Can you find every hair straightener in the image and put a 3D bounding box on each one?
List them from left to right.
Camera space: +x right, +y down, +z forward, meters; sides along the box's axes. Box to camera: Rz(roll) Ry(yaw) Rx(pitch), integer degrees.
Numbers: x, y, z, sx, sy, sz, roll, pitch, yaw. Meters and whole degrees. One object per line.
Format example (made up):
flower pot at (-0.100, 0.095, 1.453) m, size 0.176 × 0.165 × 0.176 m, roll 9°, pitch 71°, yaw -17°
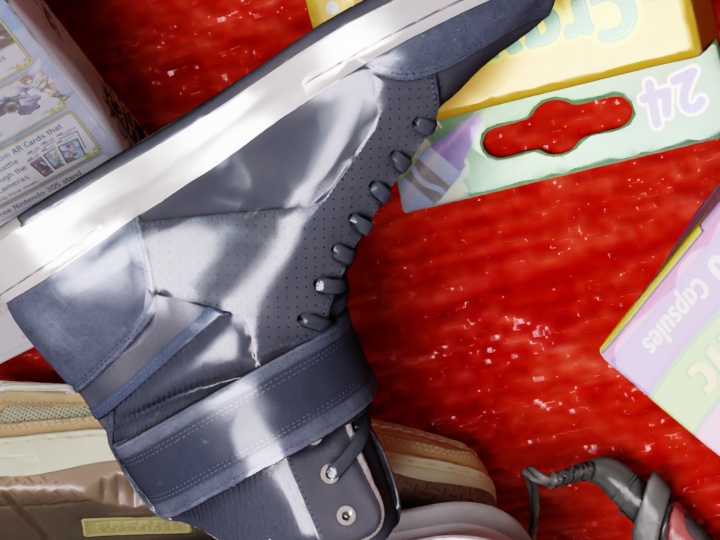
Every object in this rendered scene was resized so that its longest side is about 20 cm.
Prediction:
hair straightener at (0.121, 0.143, 0.789) m, size 0.200 × 0.041 × 0.077 m, roll 44°, pitch 109°, yaw -2°

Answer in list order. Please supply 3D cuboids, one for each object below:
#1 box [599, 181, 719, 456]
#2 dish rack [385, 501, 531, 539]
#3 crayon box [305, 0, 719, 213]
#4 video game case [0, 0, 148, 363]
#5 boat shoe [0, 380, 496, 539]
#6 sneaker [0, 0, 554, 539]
box at (0.172, -0.033, 0.656) m, size 0.096 × 0.200 × 0.176 m, roll 39°, pitch 109°, yaw 4°
dish rack at (-0.011, 0.147, 0.799) m, size 0.198 × 0.044 × 0.172 m, roll -13°, pitch 129°, yaw 17°
crayon box at (0.040, -0.124, 0.751) m, size 0.125 × 0.052 × 0.202 m, roll -13°, pitch 98°, yaw 18°
video game case at (-0.174, -0.017, 0.751) m, size 0.199 × 0.181 × 0.046 m, roll -27°, pitch 58°, yaw 5°
boat shoe at (-0.051, 0.061, 0.807) m, size 0.198 × 0.077 × 0.072 m, roll 4°, pitch 138°, yaw -5°
sneaker at (0.000, 0.000, 0.715) m, size 0.201 × 0.077 × 0.147 m, roll -32°, pitch 93°, yaw 8°
